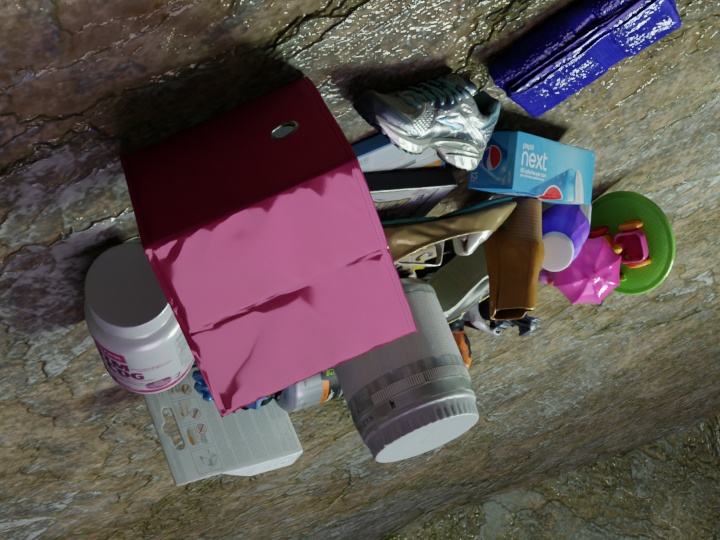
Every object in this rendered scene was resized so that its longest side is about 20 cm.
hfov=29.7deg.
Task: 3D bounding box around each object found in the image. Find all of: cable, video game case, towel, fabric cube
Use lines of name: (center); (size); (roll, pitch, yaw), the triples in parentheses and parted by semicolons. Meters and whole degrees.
cable: (0.077, 0.009, 1.838); (0.097, 0.051, 0.199); (-46, 152, 21)
video game case: (-0.011, -0.054, 1.572); (0.198, 0.026, 0.181); (-7, 155, -39)
video game case: (0.030, -0.106, 1.554); (0.141, 0.018, 0.200); (-23, 160, -6)
towel: (0.243, -0.233, 1.437); (0.199, 0.050, 0.147); (-32, 158, 18)
fabric cube: (-0.088, -0.027, 1.255); (0.197, 0.197, 0.202); (-22, 122, -3)

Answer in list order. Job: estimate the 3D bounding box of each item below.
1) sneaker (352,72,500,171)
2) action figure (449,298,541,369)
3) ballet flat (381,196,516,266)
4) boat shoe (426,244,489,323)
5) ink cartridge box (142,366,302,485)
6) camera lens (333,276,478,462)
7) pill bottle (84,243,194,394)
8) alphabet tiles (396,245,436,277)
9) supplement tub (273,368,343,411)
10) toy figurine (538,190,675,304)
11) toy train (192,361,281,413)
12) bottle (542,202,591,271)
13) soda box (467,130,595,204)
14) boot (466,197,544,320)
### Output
sneaker: (0.071, -0.169, 1.394); (0.199, 0.078, 0.087); (7, 121, -51)
action figure: (0.148, 0.073, 1.917); (0.198, 0.196, 0.104); (4, 162, 47)
ballet flat: (0.097, -0.040, 1.587); (0.197, 0.064, 0.068); (-12, -177, -22)
boat shoe: (0.160, 0.001, 1.855); (0.200, 0.072, 0.061); (-36, 158, -18)
ink cartridge box: (-0.196, 0.209, 1.867); (0.198, 0.162, 0.047); (-11, 156, -32)
camera lens: (0.049, 0.122, 1.726); (0.158, 0.202, 0.160); (-20, 160, -7)
pill bottle: (-0.242, 0.053, 1.494); (0.112, 0.115, 0.201); (-21, 159, -10)
alphabet tiles: (0.000, 0.000, 1.671); (0.198, 0.006, 0.167); (-22, 159, -2)
supplement tub: (-0.031, 0.110, 1.870); (0.198, 0.124, 0.123); (-16, 159, -23)
toy figurine: (0.311, -0.015, 1.887); (0.198, 0.152, 0.183); (-8, -171, 38)
toy train: (-0.155, 0.127, 1.763); (0.113, 0.088, 0.201); (20, 155, 3)
bottle: (0.256, -0.053, 1.753); (0.083, 0.066, 0.200); (-37, -171, 20)
soda box: (0.207, -0.121, 1.618); (0.063, 0.069, 0.199); (5, 180, 37)
boot: (0.171, -0.011, 1.695); (0.070, 0.146, 0.201); (7, 177, -16)
